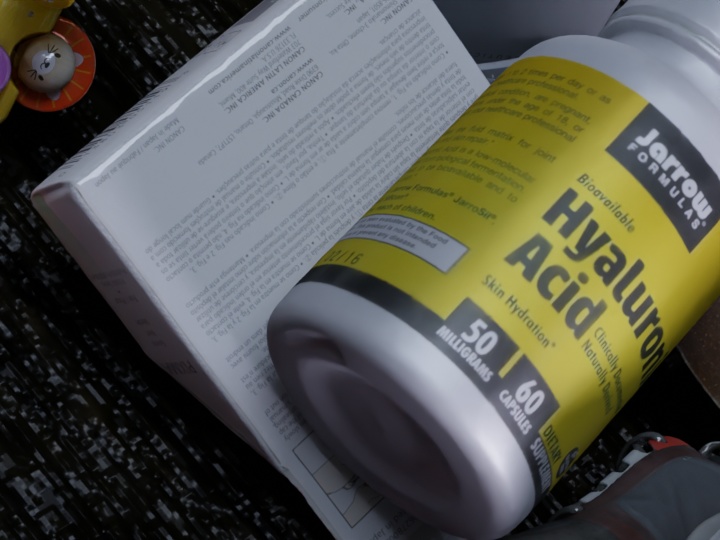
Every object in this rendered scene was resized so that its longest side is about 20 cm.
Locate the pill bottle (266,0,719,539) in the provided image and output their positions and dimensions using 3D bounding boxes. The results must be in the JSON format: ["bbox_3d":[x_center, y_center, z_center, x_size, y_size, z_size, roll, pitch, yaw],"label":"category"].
[{"bbox_3d":[0.070,-0.012,0.768,0.111,0.111,0.200,40,68,9],"label":"pill bottle"}]

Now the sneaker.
[{"bbox_3d":[0.101,0.102,0.805,0.200,0.077,0.082,1,50,-31],"label":"sneaker"}]

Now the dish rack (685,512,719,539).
[{"bbox_3d":[0.171,0.139,0.757,0.200,0.043,0.172,-16,107,-39],"label":"dish rack"}]

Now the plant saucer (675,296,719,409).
[{"bbox_3d":[0.214,0.021,0.878,0.200,0.037,0.201,16,39,-14],"label":"plant saucer"}]

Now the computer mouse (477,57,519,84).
[{"bbox_3d":[0.043,-0.047,0.893,0.199,0.044,0.110,-5,56,-15],"label":"computer mouse"}]

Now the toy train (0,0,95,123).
[{"bbox_3d":[-0.117,-0.074,0.784,0.056,0.200,0.150,28,29,-10],"label":"toy train"}]

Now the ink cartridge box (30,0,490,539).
[{"bbox_3d":[0.000,0.000,0.819,0.161,0.050,0.200,-42,107,-22],"label":"ink cartridge box"}]

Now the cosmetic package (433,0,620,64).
[{"bbox_3d":[0.066,-0.156,0.871,0.101,0.200,0.074,3,58,-16],"label":"cosmetic package"}]
